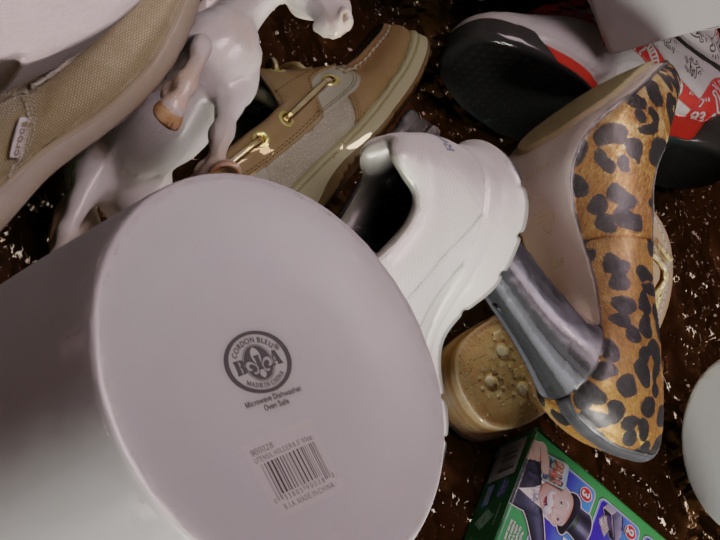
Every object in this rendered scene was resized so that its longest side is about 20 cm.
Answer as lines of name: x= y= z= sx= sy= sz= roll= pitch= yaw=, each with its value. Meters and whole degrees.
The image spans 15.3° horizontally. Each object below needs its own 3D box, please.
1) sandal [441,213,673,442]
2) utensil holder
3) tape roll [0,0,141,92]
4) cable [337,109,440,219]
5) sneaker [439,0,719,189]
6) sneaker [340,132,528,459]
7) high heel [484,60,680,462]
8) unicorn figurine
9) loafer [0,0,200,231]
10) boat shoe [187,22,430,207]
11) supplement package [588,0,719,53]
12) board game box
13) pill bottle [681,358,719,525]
sandal: x=0.120 y=0.014 z=1.312 sx=0.212 sy=0.070 sz=0.078 roll=-37 pitch=96 yaw=-45
utensil holder: x=-0.091 y=0.070 z=1.007 sx=0.170 sy=0.200 sz=0.170 roll=20 pitch=57 yaw=-33
tape roll: x=-0.155 y=-0.166 z=0.988 sx=0.203 sy=0.037 sz=0.203 roll=7 pitch=73 yaw=-24
cable: x=0.000 y=0.000 z=1.204 sx=0.050 sy=0.097 sz=0.200 roll=25 pitch=40 yaw=16
sneaker: x=0.115 y=-0.120 z=1.379 sx=0.201 sy=0.067 sz=0.108 roll=20 pitch=56 yaw=-38
sneaker: x=0.000 y=0.030 z=1.155 sx=0.087 sy=0.074 sz=0.200 roll=20 pitch=87 yaw=-48
high heel: x=0.128 y=-0.007 z=1.273 sx=0.143 sy=0.071 sz=0.200 roll=55 pitch=47 yaw=-10
unicorn figurine: x=-0.068 y=-0.065 z=1.104 sx=0.074 sy=0.200 sz=0.137 roll=49 pitch=23 yaw=-24
loafer: x=-0.139 y=-0.074 z=1.039 sx=0.200 sy=0.076 sz=0.068 roll=-51 pitch=130 yaw=-11
boat shoe: x=-0.031 y=-0.061 z=1.214 sx=0.066 sy=0.074 sz=0.200 roll=38 pitch=43 yaw=-2
supplement package: x=0.143 y=-0.224 z=1.276 sx=0.120 sy=0.121 sz=0.200 roll=-91 pitch=161 yaw=-44
board game box: x=0.091 y=0.189 z=1.229 sx=0.135 sy=0.029 sz=0.200 roll=42 pitch=47 yaw=-19
pill bottle: x=0.264 y=0.082 z=1.375 sx=0.200 sy=0.114 sz=0.114 roll=-3 pitch=72 yaw=-43
